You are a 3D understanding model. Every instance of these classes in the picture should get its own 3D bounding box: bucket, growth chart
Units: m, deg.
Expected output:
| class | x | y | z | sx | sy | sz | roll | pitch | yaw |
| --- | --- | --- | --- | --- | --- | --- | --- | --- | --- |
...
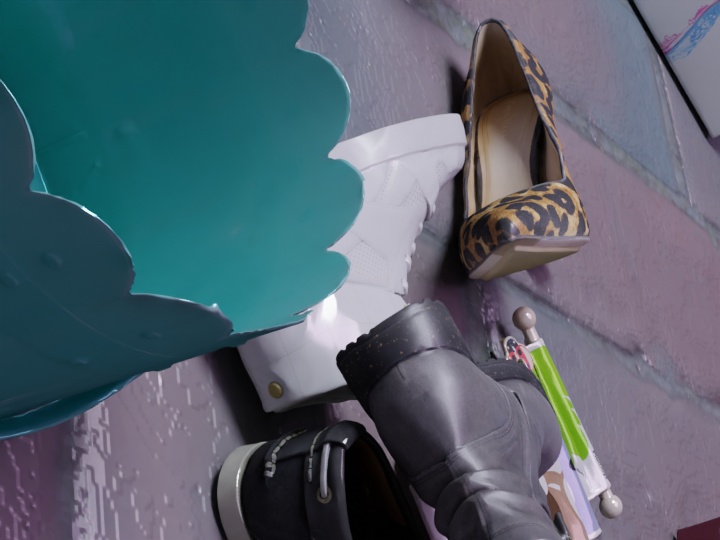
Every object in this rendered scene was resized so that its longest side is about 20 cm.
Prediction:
| class | x | y | z | sx | sy | sz | roll | pitch | yaw |
| --- | --- | --- | --- | --- | --- | --- | --- | --- | --- |
| bucket | -0.109 | -0.049 | 0.612 | 0.207 | 0.135 | 0.208 | 39 | 38 | -39 |
| growth chart | 0.081 | 0.116 | 0.943 | 0.145 | 0.018 | 0.200 | 62 | 30 | -7 |

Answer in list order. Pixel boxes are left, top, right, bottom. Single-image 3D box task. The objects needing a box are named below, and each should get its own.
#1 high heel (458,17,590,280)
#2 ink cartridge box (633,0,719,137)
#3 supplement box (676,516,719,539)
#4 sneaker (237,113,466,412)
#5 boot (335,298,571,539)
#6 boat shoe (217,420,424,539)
| class | x | y | z | sx | sy | sz | roll | pitch | yaw |
| --- | --- | --- | --- | --- | --- | --- | --- | --- | --- |
| high heel | 0.074 | -0.071 | 1.004 | 0.200 | 0.071 | 0.143 | -14 | 88 | -78 |
| ink cartridge box | 0.272 | -0.227 | 1.463 | 0.200 | 0.087 | 0.145 | 55 | 30 | -17 |
| supplement box | 0.261 | 0.242 | 1.116 | 0.200 | 0.061 | 0.109 | 46 | 35 | -32 |
| sneaker | 0.000 | 0.000 | 0.842 | 0.200 | 0.074 | 0.116 | -27 | 94 | -52 |
| boot | 0.060 | 0.100 | 0.778 | 0.132 | 0.070 | 0.200 | 60 | 12 | 25 |
| boat shoe | 0.018 | 0.151 | 0.758 | 0.200 | 0.067 | 0.072 | 61 | 27 | -14 |
